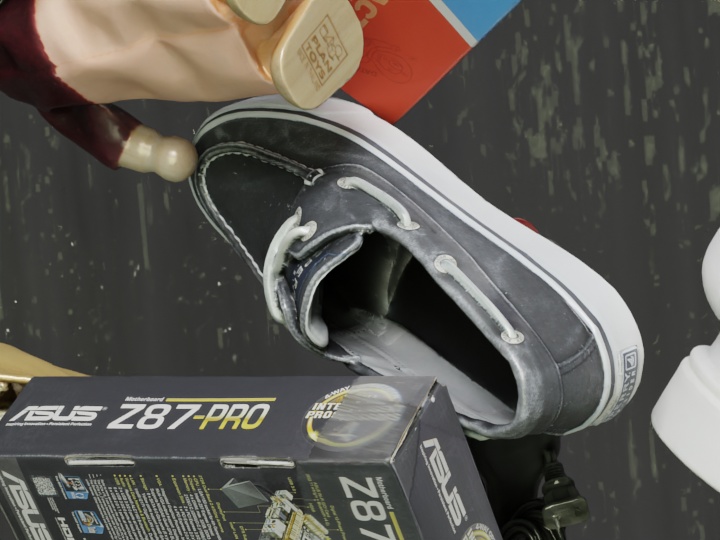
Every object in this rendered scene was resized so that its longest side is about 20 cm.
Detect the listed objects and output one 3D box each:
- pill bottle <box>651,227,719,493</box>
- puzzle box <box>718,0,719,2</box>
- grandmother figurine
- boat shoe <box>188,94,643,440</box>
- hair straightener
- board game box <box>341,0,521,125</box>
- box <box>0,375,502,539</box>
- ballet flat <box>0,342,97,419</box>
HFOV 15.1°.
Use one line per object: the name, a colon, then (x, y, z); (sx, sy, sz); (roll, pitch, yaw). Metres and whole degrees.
pill bottle: (0.182, -0.011, 0.889); (0.112, 0.112, 0.200); (33, 104, 5)
puzzle box: (0.119, -0.191, 0.896); (0.133, 0.025, 0.200); (-39, 89, -7)
grandmother figurine: (-0.093, -0.079, 0.931); (0.200, 0.061, 0.121); (0, 125, 39)
boat shoe: (0.000, 0.000, 0.912); (0.200, 0.068, 0.072); (35, 124, 34)
hair straightener: (0.050, 0.085, 0.948); (0.041, 0.077, 0.200); (2, 99, -12)
board game box: (-0.025, -0.152, 0.883); (0.200, 0.040, 0.153); (35, 140, -10)
box: (-0.022, 0.125, 0.923); (0.161, 0.049, 0.200); (-1, 127, 31)
ballet flat: (-0.075, 0.075, 0.981); (0.200, 0.063, 0.069); (11, 101, 10)
